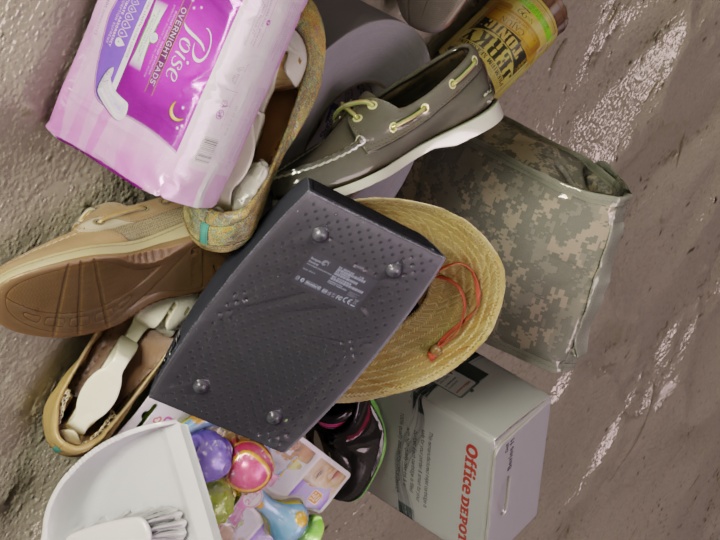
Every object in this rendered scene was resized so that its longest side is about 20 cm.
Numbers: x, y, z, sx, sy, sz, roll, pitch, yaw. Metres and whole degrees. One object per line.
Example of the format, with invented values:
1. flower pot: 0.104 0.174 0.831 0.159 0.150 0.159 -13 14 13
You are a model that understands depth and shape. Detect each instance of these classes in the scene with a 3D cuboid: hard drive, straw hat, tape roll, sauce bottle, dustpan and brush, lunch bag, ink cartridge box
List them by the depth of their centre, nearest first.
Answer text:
1. hard drive: -0.048 0.030 1.435 0.134 0.042 0.200 25 118 -29
2. dustpan and brush: -0.197 0.197 1.463 0.057 0.199 0.141 -13 85 -58
3. straw hat: 0.000 0.000 1.508 0.199 0.085 0.202 -7 130 -9
4. tape roll: -0.033 -0.105 1.531 0.200 0.066 0.202 -36 142 -35
5. sauce bottle: 0.089 -0.159 1.670 0.200 0.064 0.065 -47 148 -24
6. lunch bag: 0.129 -0.027 1.712 0.117 0.199 0.165 -11 125 -52
7. ink cartridge box: 0.057 0.133 1.742 0.083 0.199 0.148 -34 142 -37

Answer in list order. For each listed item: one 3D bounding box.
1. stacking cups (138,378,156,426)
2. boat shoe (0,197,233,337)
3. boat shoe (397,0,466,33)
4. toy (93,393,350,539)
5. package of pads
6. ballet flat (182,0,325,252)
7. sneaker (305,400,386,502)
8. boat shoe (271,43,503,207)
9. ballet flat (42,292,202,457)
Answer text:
1. stacking cups: -0.127 0.074 1.543 0.060 0.060 0.202 -13 128 -52
2. boat shoe: -0.169 -0.009 1.413 0.198 0.065 0.072 -14 136 -31
3. boat shoe: 0.085 -0.275 1.556 0.072 0.075 0.202 -13 128 -54
4. toy: -0.094 0.158 1.530 0.115 0.047 0.200 -50 131 -1
5. package of pads: -0.109 -0.152 1.319 0.075 0.120 0.201 10 107 -58
6. ballet flat: -0.070 -0.110 1.390 0.071 0.070 0.202 49 55 -59
7. sneaker: -0.022 0.109 1.669 0.084 0.076 0.202 -46 145 -48
8. boat shoe: 0.013 -0.102 1.476 0.201 0.072 0.061 -27 110 -28
9. ballet flat: -0.157 0.050 1.465 0.201 0.068 0.063 -59 -174 -1
